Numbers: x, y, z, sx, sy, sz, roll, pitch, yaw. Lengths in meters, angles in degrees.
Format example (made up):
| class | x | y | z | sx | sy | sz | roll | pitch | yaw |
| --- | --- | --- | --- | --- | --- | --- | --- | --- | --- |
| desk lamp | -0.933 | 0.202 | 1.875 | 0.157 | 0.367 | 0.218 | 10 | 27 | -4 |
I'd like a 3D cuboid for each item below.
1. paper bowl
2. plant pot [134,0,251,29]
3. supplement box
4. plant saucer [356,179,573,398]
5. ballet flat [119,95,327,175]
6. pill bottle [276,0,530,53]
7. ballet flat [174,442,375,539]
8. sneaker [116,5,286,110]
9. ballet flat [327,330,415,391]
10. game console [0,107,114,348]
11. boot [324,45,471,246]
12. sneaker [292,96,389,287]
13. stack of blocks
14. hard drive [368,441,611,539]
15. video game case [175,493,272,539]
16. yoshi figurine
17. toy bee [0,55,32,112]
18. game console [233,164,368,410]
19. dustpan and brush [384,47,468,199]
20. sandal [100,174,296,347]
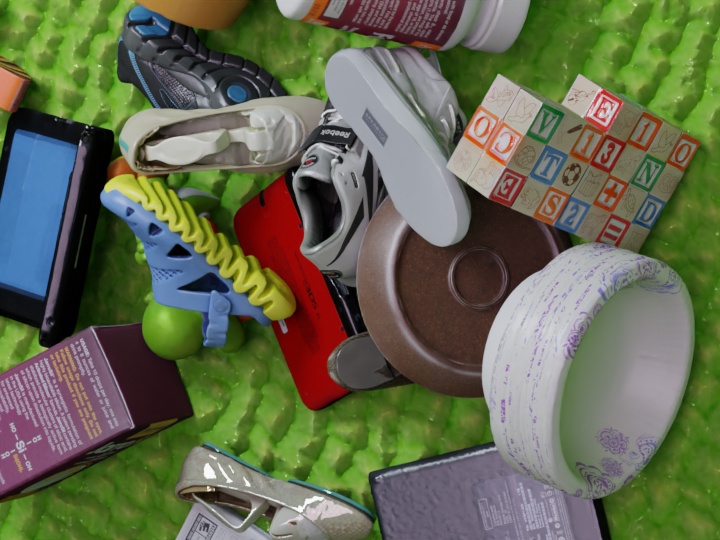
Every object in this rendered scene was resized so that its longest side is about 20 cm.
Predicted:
| class | x | y | z | sx | sy | sz | roll | pitch | yaw |
| --- | --- | --- | --- | --- | --- | --- | --- | --- | --- |
| paper bowl | 0.177 | 0.076 | 1.561 | 0.104 | 0.200 | 0.202 | 18 | 96 | 39 |
| plant pot | -0.134 | -0.324 | 1.704 | 0.200 | 0.200 | 0.184 | 36 | 118 | 18 |
| supplement box | -0.278 | 0.134 | 1.774 | 0.199 | 0.131 | 0.104 | -27 | 81 | 19 |
| plant saucer | 0.096 | 0.006 | 1.617 | 0.198 | 0.034 | 0.202 | 1 | 85 | -14 |
| ballet flat | -0.112 | -0.113 | 1.679 | 0.198 | 0.069 | 0.070 | -6 | 87 | -4 |
| pill bottle | 0.037 | -0.249 | 1.619 | 0.198 | 0.114 | 0.115 | 10 | 94 | -19 |
| ballet flat | -0.080 | 0.216 | 1.726 | 0.199 | 0.068 | 0.063 | 18 | 63 | 28 |
| sneaker | -0.140 | -0.161 | 1.767 | 0.200 | 0.073 | 0.082 | 39 | 137 | 9 |
| ballet flat | 0.065 | 0.070 | 1.647 | 0.198 | 0.046 | 0.068 | -10 | 87 | -17 |
| game console | -0.306 | -0.044 | 1.787 | 0.115 | 0.176 | 0.202 | 12 | 95 | 0 |
| boot | 0.057 | -0.112 | 1.593 | 0.201 | 0.095 | 0.074 | 59 | 141 | 22 |
| sneaker | -0.016 | -0.094 | 1.635 | 0.074 | 0.088 | 0.202 | -9 | 71 | 34 |
| stack of blocks | 0.176 | -0.095 | 1.560 | 0.059 | 0.199 | 0.116 | 39 | 105 | 44 |
| hard drive | 0.113 | 0.222 | 1.671 | 0.198 | 0.033 | 0.141 | -16 | 84 | 20 |
| video game case | -0.118 | 0.338 | 1.765 | 0.181 | 0.024 | 0.201 | 31 | 99 | 19 |
| yoshi figurine | -0.182 | -0.002 | 1.757 | 0.112 | 0.112 | 0.201 | -35 | 79 | 33 |
| toy bee | -0.405 | -0.226 | 1.855 | 0.131 | 0.109 | 0.200 | -40 | 101 | 8 |
| game console | 0.000 | 0.000 | 1.727 | 0.172 | 0.118 | 0.201 | -34 | 75 | 49 |
| dustpan and brush | 0.074 | -0.098 | 1.666 | 0.138 | 0.057 | 0.202 | -11 | 74 | 1 |
| sandal | -0.152 | -0.002 | 1.667 | 0.200 | 0.080 | 0.087 | 42 | 100 | -16 |
